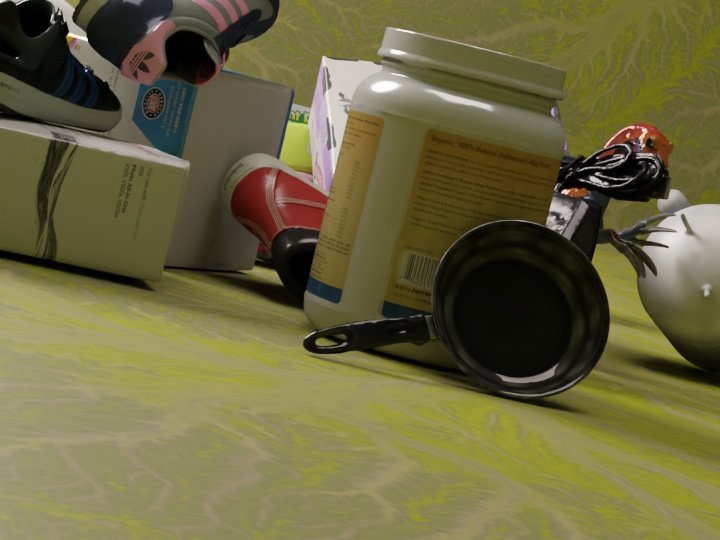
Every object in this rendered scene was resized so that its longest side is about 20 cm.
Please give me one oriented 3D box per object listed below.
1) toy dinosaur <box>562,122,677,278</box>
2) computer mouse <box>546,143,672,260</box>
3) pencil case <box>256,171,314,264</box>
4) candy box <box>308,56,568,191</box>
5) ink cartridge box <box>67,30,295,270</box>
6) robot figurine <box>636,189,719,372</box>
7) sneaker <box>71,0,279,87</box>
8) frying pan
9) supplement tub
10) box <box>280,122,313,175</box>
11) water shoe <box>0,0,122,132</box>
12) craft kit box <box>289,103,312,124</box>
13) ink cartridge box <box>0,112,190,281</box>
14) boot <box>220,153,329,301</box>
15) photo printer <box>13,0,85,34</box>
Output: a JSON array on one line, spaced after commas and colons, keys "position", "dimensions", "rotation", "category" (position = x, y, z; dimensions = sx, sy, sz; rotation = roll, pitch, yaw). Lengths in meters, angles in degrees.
[{"position": [0.155, -0.029, 1.695], "dimensions": [0.199, 0.182, 0.105], "rotation": [12, 5, -14], "category": "toy dinosaur"}, {"position": [0.130, -0.007, 1.632], "dimensions": [0.138, 0.200, 0.053], "rotation": [7, -41, 38], "category": "computer mouse"}, {"position": [-0.036, -0.041, 1.864], "dimensions": [0.199, 0.088, 0.087], "rotation": [15, 5, -6], "category": "pencil case"}, {"position": [0.063, -0.086, 1.827], "dimensions": [0.199, 0.072, 0.168], "rotation": [6, 40, -10], "category": "candy box"}, {"position": [-0.182, -0.096, 1.720], "dimensions": [0.199, 0.147, 0.146], "rotation": [17, 6, 27], "category": "ink cartridge box"}, {"position": [0.287, 0.014, 1.839], "dimensions": [0.170, 0.113, 0.200], "rotation": [62, 9, 23], "category": "robot figurine"}, {"position": [-0.113, -0.160, 1.591], "dimensions": [0.082, 0.070, 0.200], "rotation": [51, 33, 18], "category": "sneaker"}, {"position": [0.068, 0.044, 1.387], "dimensions": [0.115, 0.190, 0.031], "rotation": [54, -22, 8], "category": "frying pan"}, {"position": [0.052, -0.046, 1.486], "dimensions": [0.144, 0.201, 0.145], "rotation": [14, 5, -1], "category": "supplement tub"}, {"position": [0.003, -0.076, 1.953], "dimensions": [0.199, 0.048, 0.122], "rotation": [7, -22, -7], "category": "box"}, {"position": [-0.209, -0.140, 1.531], "dimensions": [0.071, 0.079, 0.200], "rotation": [15, 4, 17], "category": "water shoe"}, {"position": [-0.075, -0.089, 2.055], "dimensions": [0.197, 0.049, 0.200], "rotation": [10, -24, -18], "category": "craft kit box"}, {"position": [-0.227, -0.058, 1.511], "dimensions": [0.199, 0.085, 0.146], "rotation": [12, 4, -16], "category": "ink cartridge box"}, {"position": [0.000, 0.000, 1.671], "dimensions": [0.199, 0.073, 0.144], "rotation": [23, 19, -38], "category": "boot"}, {"position": [-0.283, -0.157, 1.903], "dimensions": [0.069, 0.201, 0.166], "rotation": [-31, -22, 29], "category": "photo printer"}]
